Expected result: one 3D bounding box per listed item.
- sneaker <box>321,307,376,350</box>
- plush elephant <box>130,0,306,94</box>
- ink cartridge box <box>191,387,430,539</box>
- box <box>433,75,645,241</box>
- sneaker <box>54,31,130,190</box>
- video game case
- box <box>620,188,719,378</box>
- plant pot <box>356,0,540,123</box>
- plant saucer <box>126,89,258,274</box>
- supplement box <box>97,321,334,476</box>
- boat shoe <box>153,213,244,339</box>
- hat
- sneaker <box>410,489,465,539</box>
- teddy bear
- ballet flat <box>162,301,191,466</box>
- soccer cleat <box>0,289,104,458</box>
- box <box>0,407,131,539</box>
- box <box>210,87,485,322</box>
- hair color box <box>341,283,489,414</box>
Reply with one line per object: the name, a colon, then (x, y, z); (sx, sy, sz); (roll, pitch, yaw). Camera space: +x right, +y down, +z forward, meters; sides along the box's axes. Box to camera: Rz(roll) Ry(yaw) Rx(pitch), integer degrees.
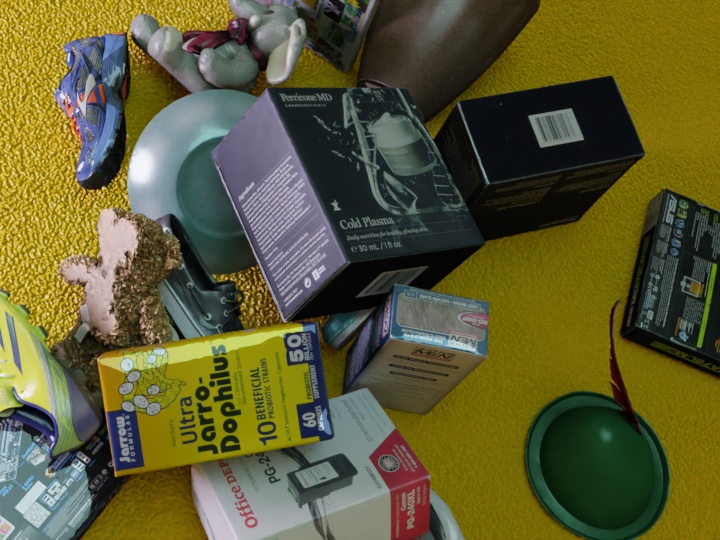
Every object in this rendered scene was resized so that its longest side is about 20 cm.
sneaker: (0.000, 0.000, 1.295); (0.080, 0.071, 0.200); (34, 55, 1)
plush elephant: (-0.134, -0.253, 1.309); (0.200, 0.165, 0.155); (41, 90, -20)
ink cartridge box: (-0.052, 0.215, 1.148); (0.199, 0.084, 0.145); (-16, 40, -21)
box: (0.183, -0.119, 1.329); (0.199, 0.182, 0.104); (-12, 71, -20)
sneaker: (-0.298, -0.175, 1.292); (0.078, 0.075, 0.201); (1, 59, -5)
video game case: (-0.066, -0.329, 1.338); (0.182, 0.200, 0.022); (34, 66, 1)
box: (0.425, 0.023, 1.412); (0.193, 0.048, 0.201); (22, 63, -8)
plant pot: (0.083, -0.278, 1.384); (0.187, 0.187, 0.200); (32, 77, -1)
plant saucer: (-0.146, -0.091, 1.250); (0.200, 0.039, 0.202); (-4, 104, -17)
supplement box: (-0.135, 0.115, 1.090); (0.199, 0.110, 0.109); (-9, 89, -9)
boat shoe: (-0.158, 0.028, 1.217); (0.066, 0.070, 0.200); (-37, 88, 17)
hat: (0.275, 0.178, 1.231); (0.200, 0.176, 0.166); (38, 64, 3)
sneaker: (0.055, 0.317, 1.171); (0.113, 0.076, 0.201); (-15, 73, -20)
teddy bear: (-0.242, 0.037, 1.172); (0.145, 0.067, 0.201); (9, 93, 31)
ballet flat: (-0.185, 0.116, 1.197); (0.068, 0.063, 0.200); (-26, 77, -23)
soccer cleat: (-0.330, 0.092, 1.117); (0.200, 0.065, 0.084); (46, 64, 7)
box: (-0.341, 0.188, 1.132); (0.198, 0.050, 0.200); (35, 62, 4)
box: (-0.013, -0.071, 1.185); (0.200, 0.124, 0.197); (-9, 65, -44)
hair color box: (0.053, 0.084, 1.198); (0.100, 0.200, 0.061); (11, 65, -11)
